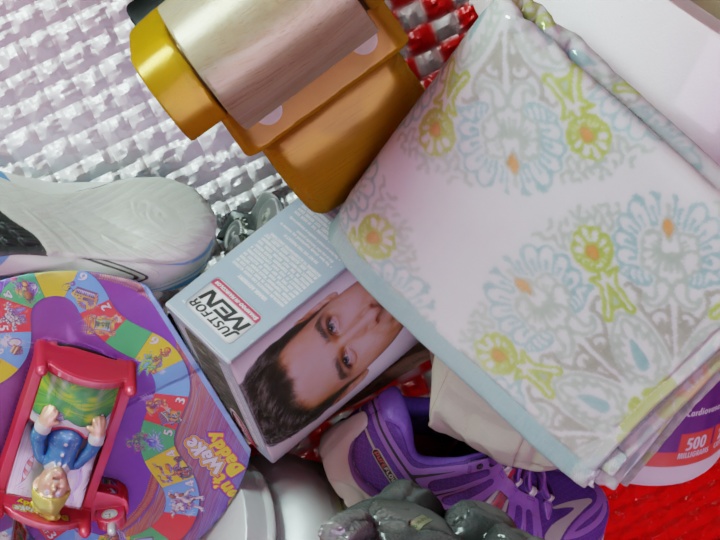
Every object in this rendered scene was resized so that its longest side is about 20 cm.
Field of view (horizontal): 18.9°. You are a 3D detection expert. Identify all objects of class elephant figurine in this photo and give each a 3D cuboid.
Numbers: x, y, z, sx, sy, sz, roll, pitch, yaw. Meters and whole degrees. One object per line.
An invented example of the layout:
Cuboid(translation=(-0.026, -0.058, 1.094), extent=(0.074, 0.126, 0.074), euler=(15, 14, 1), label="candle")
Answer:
Cuboid(translation=(0.019, 0.222, 1.137), extent=(0.154, 0.142, 0.201), euler=(20, 100, -4), label="elephant figurine")

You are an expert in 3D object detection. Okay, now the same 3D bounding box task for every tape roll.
Cuboid(translation=(0.157, -0.114, 1.110), extent=(0.202, 0.203, 0.071), euler=(22, 112, -30), label="tape roll")

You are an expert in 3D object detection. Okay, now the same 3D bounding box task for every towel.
Cuboid(translation=(0.097, -0.010, 1.038), extent=(0.200, 0.048, 0.171), euler=(43, 124, 6), label="towel")

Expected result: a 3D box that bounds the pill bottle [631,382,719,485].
Cuboid(translation=(0.173, 0.017, 1.251), extent=(0.112, 0.113, 0.201), euler=(-3, 122, -18), label="pill bottle")

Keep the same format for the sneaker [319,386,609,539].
Cuboid(translation=(0.073, 0.118, 1.229), extent=(0.199, 0.081, 0.083), euler=(20, 129, -35), label="sneaker")

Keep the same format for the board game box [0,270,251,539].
Cuboid(translation=(-0.151, 0.096, 1.133), extent=(0.157, 0.039, 0.201), euler=(-26, 120, 6), label="board game box")

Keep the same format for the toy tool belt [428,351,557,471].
Cuboid(translation=(0.108, 0.000, 1.146), extent=(0.124, 0.123, 0.201), euler=(27, 121, 14), label="toy tool belt")

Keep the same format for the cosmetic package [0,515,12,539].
Cuboid(translation=(-0.236, 0.212, 1.251), extent=(0.103, 0.073, 0.201), euler=(-13, 124, -11), label="cosmetic package")

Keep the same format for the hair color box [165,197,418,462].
Cuboid(translation=(0.000, 0.000, 1.163), extent=(0.200, 0.061, 0.099), euler=(-39, 144, -15), label="hair color box")

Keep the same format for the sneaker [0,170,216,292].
Cuboid(translation=(-0.176, -0.016, 1.136), extent=(0.199, 0.072, 0.073), euler=(5, 144, -15), label="sneaker")

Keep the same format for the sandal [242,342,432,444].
Cuboid(translation=(-0.005, 0.040, 1.245), extent=(0.211, 0.078, 0.070), euler=(-18, 93, -17), label="sandal")

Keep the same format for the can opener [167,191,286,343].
Cuboid(translation=(-0.077, 0.046, 1.216), extent=(0.067, 0.053, 0.201), euler=(18, 114, -27), label="can opener")

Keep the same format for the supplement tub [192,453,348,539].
Cuboid(translation=(-0.019, 0.188, 1.262), extent=(0.199, 0.145, 0.145), euler=(19, 113, -33), label="supplement tub")

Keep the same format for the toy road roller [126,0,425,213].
Cuboid(translation=(-0.025, -0.100, 1.057), extent=(0.123, 0.200, 0.146), euler=(-36, 103, 4), label="toy road roller")
